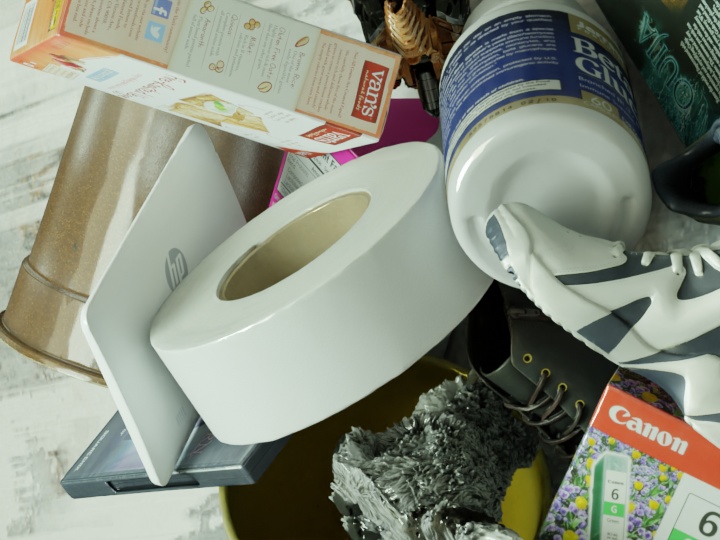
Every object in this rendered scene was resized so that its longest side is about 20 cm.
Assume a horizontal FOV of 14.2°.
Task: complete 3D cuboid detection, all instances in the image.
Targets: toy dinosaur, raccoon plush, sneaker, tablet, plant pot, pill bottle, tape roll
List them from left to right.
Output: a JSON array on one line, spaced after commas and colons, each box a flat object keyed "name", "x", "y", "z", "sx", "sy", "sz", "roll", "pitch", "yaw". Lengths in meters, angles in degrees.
[{"name": "plant pot", "x": -0.131, "y": -0.034, "z": 1.952, "sx": 0.200, "sy": 0.200, "sz": 0.199, "roll": 28, "pitch": 108, "yaw": 51}, {"name": "tablet", "x": -0.108, "y": 0.018, "z": 1.723, "sx": 0.014, "sy": 0.200, "sz": 0.131, "roll": -6, "pitch": 124, "yaw": 24}, {"name": "tape roll", "x": -0.020, "y": 0.012, "z": 1.650, "sx": 0.202, "sy": 0.202, "sz": 0.071, "roll": -9, "pitch": 120, "yaw": 56}, {"name": "plant pot", "x": 0.013, "y": 0.171, "z": 1.772, "sx": 0.142, "sy": 0.199, "sz": 0.200, "roll": 93, "pitch": 153, "yaw": -52}, {"name": "toy dinosaur", "x": 0.036, "y": -0.159, "z": 1.724, "sx": 0.200, "sy": 0.102, "sz": 0.136, "roll": -179, "pitch": 78, "yaw": -75}, {"name": "raccoon plush", "x": 0.078, "y": 0.126, "z": 1.641, "sx": 0.200, "sy": 0.134, "sz": 0.097, "roll": 29, "pitch": 144, "yaw": 48}, {"name": "pill bottle", "x": 0.100, "y": -0.083, "z": 1.614, "sx": 0.200, "sy": 0.111, "sz": 0.111, "roll": -92, "pitch": 18, "yaw": -60}, {"name": "sneaker", "x": 0.123, "y": 0.091, "z": 1.650, "sx": 0.075, "sy": 0.106, "sz": 0.201, "roll": -35, "pitch": 65, "yaw": 51}, {"name": "sneaker", "x": 0.173, "y": -0.002, "z": 1.500, "sx": 0.199, "sy": 0.079, "sz": 0.130, "roll": 39, "pitch": 96, "yaw": 9}, {"name": "sneaker", "x": 0.232, "y": -0.062, "z": 1.500, "sx": 0.200, "sy": 0.081, "sz": 0.074, "roll": -33, "pitch": 66, "yaw": 52}]

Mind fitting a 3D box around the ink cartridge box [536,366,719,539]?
[{"name": "ink cartridge box", "x": 0.175, "y": 0.105, "z": 1.571, "sx": 0.109, "sy": 0.050, "sz": 0.201, "roll": 26, "pitch": 116, "yaw": 9}]

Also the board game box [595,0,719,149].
[{"name": "board game box", "x": 0.180, "y": -0.180, "z": 1.611, "sx": 0.135, "sy": 0.028, "sz": 0.201, "roll": -58, "pitch": 49, "yaw": 41}]

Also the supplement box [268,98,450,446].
[{"name": "supplement box", "x": 0.000, "y": 0.000, "z": 1.828, "sx": 0.103, "sy": 0.101, "sz": 0.201, "roll": 49, "pitch": 130, "yaw": 44}]

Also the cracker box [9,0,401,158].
[{"name": "cracker box", "x": -0.092, "y": -0.123, "z": 1.680, "sx": 0.134, "sy": 0.199, "sz": 0.058, "roll": 172, "pitch": 113, "yaw": -72}]

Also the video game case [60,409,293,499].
[{"name": "video game case", "x": -0.087, "y": 0.079, "z": 1.764, "sx": 0.019, "sy": 0.143, "sz": 0.200, "roll": 50, "pitch": 148, "yaw": -20}]
